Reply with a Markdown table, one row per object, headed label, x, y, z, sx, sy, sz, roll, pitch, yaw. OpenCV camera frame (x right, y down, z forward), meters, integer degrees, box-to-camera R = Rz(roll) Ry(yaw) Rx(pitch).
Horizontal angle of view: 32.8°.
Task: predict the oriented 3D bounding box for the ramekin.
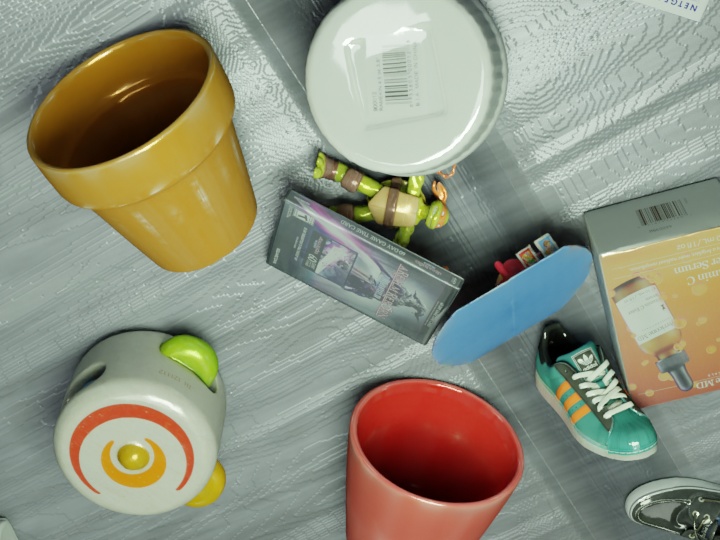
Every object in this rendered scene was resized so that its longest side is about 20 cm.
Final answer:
| label | x | y | z | sx | sy | sz | roll | pitch | yaw |
| --- | --- | --- | --- | --- | --- | --- | --- | --- | --- |
| ramekin | 0.041 | -0.186 | 1.175 | 0.199 | 0.098 | 0.202 | 2 | 101 | 8 |

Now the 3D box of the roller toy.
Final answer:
| label | x | y | z | sx | sy | sz | roll | pitch | yaw |
| --- | --- | --- | --- | --- | --- | --- | --- | --- | --- |
| roller toy | -0.246 | 0.177 | 1.376 | 0.181 | 0.140 | 0.201 | -3 | 119 | 2 |

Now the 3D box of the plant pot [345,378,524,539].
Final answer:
| label | x | y | z | sx | sy | sz | roll | pitch | yaw |
| --- | --- | --- | --- | --- | --- | --- | --- | --- | --- |
| plant pot | 0.068 | 0.255 | 1.400 | 0.199 | 0.201 | 0.178 | 10 | 126 | -6 |

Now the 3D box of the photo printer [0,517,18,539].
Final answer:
| label | x | y | z | sx | sy | sz | roll | pitch | yaw |
| --- | --- | --- | --- | --- | --- | --- | --- | --- | --- |
| photo printer | -0.515 | 0.400 | 1.533 | 0.199 | 0.070 | 0.167 | -12 | 118 | 7 |

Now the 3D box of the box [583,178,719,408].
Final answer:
| label | x | y | z | sx | sy | sz | roll | pitch | yaw |
| --- | --- | --- | --- | --- | --- | --- | --- | --- | --- |
| box | 0.339 | 0.027 | 1.317 | 0.151 | 0.107 | 0.201 | -15 | 117 | 8 |

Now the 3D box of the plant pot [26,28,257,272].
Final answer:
| label | x | y | z | sx | sy | sz | roll | pitch | yaw |
| --- | --- | --- | --- | --- | --- | --- | --- | --- | --- |
| plant pot | -0.196 | -0.104 | 1.212 | 0.199 | 0.201 | 0.184 | -20 | 133 | 10 |

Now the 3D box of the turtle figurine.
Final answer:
| label | x | y | z | sx | sy | sz | roll | pitch | yaw |
| --- | --- | --- | --- | --- | --- | --- | --- | --- | --- |
| turtle figurine | 0.029 | -0.079 | 1.284 | 0.160 | 0.064 | 0.201 | 13 | 116 | 0 |

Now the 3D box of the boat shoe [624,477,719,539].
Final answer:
| label | x | y | z | sx | sy | sz | roll | pitch | yaw |
| --- | --- | --- | --- | --- | --- | --- | --- | --- | --- |
| boat shoe | 0.425 | 0.303 | 1.486 | 0.199 | 0.066 | 0.070 | 7 | 118 | -4 |

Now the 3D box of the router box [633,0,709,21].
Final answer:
| label | x | y | z | sx | sy | sz | roll | pitch | yaw |
| --- | --- | --- | --- | --- | --- | --- | --- | --- | --- |
| router box | 0.261 | -0.352 | 1.148 | 0.199 | 0.049 | 0.180 | 16 | 117 | -8 |

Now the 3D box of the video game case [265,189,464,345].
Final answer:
| label | x | y | z | sx | sy | sz | roll | pitch | yaw |
| --- | --- | --- | --- | --- | --- | --- | --- | --- | --- |
| video game case | 0.000 | 0.000 | 1.283 | 0.199 | 0.019 | 0.143 | 28 | 151 | 2 |

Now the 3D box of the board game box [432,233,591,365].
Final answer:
| label | x | y | z | sx | sy | sz | roll | pitch | yaw |
| --- | --- | --- | --- | --- | --- | --- | --- | --- | --- |
| board game box | 0.154 | 0.027 | 1.314 | 0.199 | 0.039 | 0.158 | -30 | 155 | -5 |

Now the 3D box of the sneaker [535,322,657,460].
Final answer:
| label | x | y | z | sx | sy | sz | roll | pitch | yaw |
| --- | --- | --- | --- | --- | --- | --- | --- | --- | --- |
| sneaker | 0.248 | 0.128 | 1.322 | 0.071 | 0.200 | 0.080 | -20 | 122 | -18 |
